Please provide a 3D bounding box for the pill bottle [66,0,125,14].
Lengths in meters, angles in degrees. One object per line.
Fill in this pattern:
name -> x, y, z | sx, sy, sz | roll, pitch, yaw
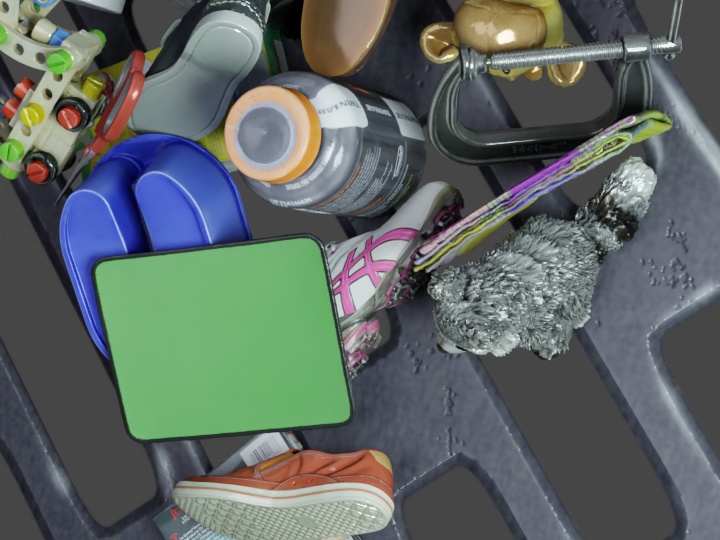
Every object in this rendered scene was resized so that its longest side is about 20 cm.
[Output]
pill bottle -> -0.215, -0.324, 1.727 | 0.111, 0.111, 0.200 | 16, 92, 24

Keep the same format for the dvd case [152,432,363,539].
dvd case -> -0.065, 0.243, 1.662 | 0.146, 0.022, 0.200 | -40, 72, 15

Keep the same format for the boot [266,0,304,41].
boot -> -0.087, -0.278, 1.626 | 0.073, 0.198, 0.163 | -25, 70, 23

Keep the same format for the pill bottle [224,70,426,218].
pill bottle -> -0.031, -0.097, 1.576 | 0.106, 0.200, 0.106 | -1, 88, 23

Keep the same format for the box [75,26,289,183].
box -> -0.153, -0.130, 1.719 | 0.200, 0.048, 0.118 | -17, 80, 19

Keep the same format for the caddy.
caddy -> -0.160, -0.011, 1.671 | 0.141, 0.105, 0.200 | -12, 103, 19

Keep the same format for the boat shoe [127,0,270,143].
boat shoe -> -0.126, -0.165, 1.625 | 0.200, 0.076, 0.060 | -34, 34, 50

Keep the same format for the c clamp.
c clamp -> 0.145, -0.145, 1.527 | 0.200, 0.171, 0.027 | -10, 50, 1

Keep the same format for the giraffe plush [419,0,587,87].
giraffe plush -> 0.111, -0.222, 1.558 | 0.172, 0.200, 0.162 | 25, 113, 34

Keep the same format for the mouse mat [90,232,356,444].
mouse mat -> -0.109, 0.056, 1.616 | 0.200, 0.008, 0.161 | -6, 105, 17

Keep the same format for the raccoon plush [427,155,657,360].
raccoon plush -> 0.127, -0.016, 1.538 | 0.097, 0.134, 0.200 | 31, 98, 24

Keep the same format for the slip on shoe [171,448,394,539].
slip on shoe -> -0.060, 0.176, 1.625 | 0.200, 0.074, 0.061 | -8, 47, 29

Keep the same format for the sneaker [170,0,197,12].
sneaker -> -0.170, -0.272, 1.653 | 0.081, 0.200, 0.077 | 23, 85, 58

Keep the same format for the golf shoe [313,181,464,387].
golf shoe -> 0.000, 0.000, 1.624 | 0.092, 0.073, 0.200 | 43, 102, 17

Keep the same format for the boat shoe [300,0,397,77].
boat shoe -> 0.009, -0.246, 1.594 | 0.070, 0.070, 0.200 | 19, 95, 19

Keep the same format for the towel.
towel -> 0.136, -0.061, 1.524 | 0.200, 0.144, 0.023 | -32, 86, 19

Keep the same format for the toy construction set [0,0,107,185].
toy construction set -> -0.281, -0.151, 1.706 | 0.131, 0.092, 0.200 | 37, 136, 2

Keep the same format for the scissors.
scissors -> -0.218, -0.100, 1.662 | 0.200, 0.014, 0.073 | -53, 25, 37
